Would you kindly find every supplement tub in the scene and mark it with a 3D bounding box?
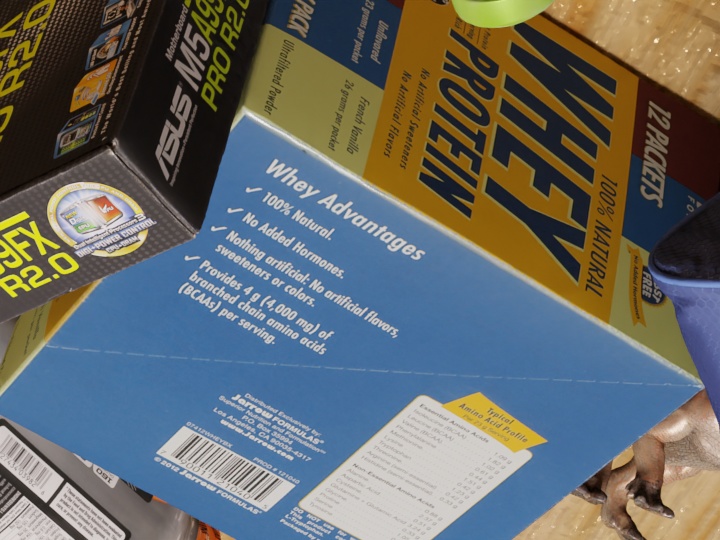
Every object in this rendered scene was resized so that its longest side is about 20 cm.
[{"bbox_3d":[-0.159,0.087,1.011,0.122,0.123,0.200,-22,127,31],"label":"supplement tub"}]

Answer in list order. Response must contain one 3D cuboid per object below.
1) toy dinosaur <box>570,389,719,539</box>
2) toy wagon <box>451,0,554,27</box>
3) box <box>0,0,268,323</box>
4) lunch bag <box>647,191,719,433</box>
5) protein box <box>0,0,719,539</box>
[{"bbox_3d":[0.147,0.044,0.924,0.086,0.136,0.200,32,164,-33],"label":"toy dinosaur"},{"bbox_3d":[0.073,-0.140,0.578,0.199,0.040,0.156,-7,134,19],"label":"toy wagon"},{"bbox_3d":[-0.108,-0.067,0.788,0.160,0.201,0.044,-21,127,31],"label":"box"},{"bbox_3d":[0.207,0.013,0.758,0.136,0.200,0.133,6,124,51],"label":"lunch bag"},{"bbox_3d":[0.000,0.000,0.877,0.198,0.135,0.200,30,133,-17],"label":"protein box"}]
